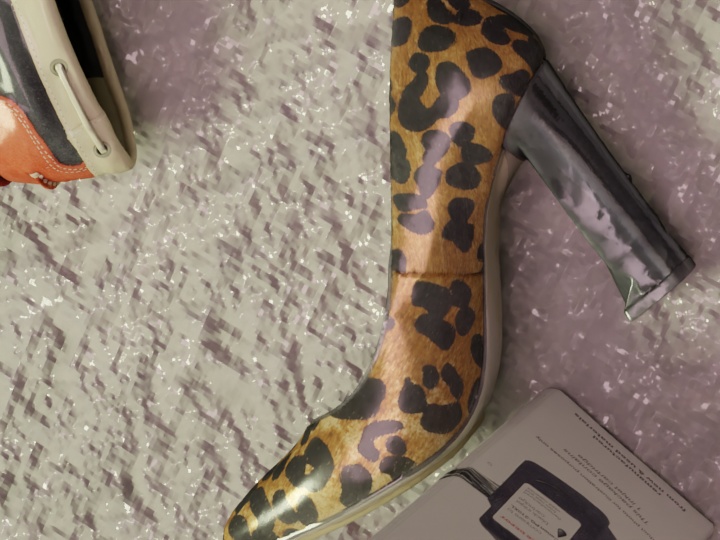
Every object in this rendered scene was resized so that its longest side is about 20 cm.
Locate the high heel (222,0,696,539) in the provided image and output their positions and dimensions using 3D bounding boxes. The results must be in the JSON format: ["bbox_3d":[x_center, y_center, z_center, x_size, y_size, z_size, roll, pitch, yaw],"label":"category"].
[{"bbox_3d":[0.000,0.000,0.885,0.200,0.071,0.143,-38,91,8],"label":"high heel"}]

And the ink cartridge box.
[{"bbox_3d":[0.025,0.137,0.836,0.084,0.200,0.145,40,112,9],"label":"ink cartridge box"}]

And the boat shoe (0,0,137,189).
[{"bbox_3d":[-0.125,-0.129,0.912,0.062,0.071,0.201,-4,101,15],"label":"boat shoe"}]
